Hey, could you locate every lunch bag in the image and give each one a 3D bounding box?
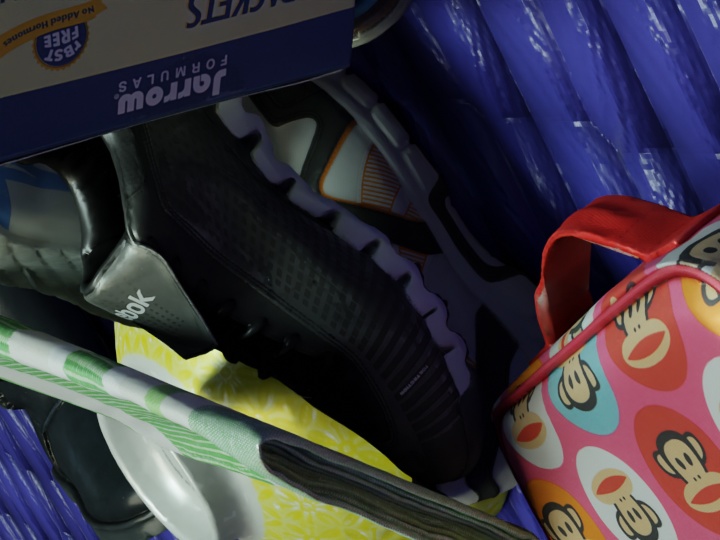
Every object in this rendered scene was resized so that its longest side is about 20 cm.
[{"bbox_3d":[0.114,0.055,0.647,0.176,0.082,0.200,53,157,4],"label":"lunch bag"}]

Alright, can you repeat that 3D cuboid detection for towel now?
[{"bbox_3d":[-0.051,0.055,0.736,0.199,0.024,0.152,18,173,44],"label":"towel"}]

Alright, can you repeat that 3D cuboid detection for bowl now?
[{"bbox_3d":[-0.044,0.054,0.914,0.200,0.107,0.201,42,153,27],"label":"bowl"}]

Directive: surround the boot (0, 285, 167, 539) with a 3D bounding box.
[{"bbox_3d":[-0.160,0.052,1.168,0.169,0.076,0.200,57,163,-16],"label":"boot"}]

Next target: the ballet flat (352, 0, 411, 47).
[{"bbox_3d":[-0.036,-0.118,0.745,0.200,0.068,0.064,34,177,40],"label":"ballet flat"}]

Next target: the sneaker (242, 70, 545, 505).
[{"bbox_3d":[0.000,0.000,0.796,0.200,0.080,0.074,48,158,18],"label":"sneaker"}]

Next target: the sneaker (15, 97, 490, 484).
[{"bbox_3d":[-0.044,0.002,0.717,0.200,0.090,0.066,51,147,1],"label":"sneaker"}]

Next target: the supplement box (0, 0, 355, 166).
[{"bbox_3d":[-0.108,-0.167,0.634,0.200,0.134,0.201,34,131,41],"label":"supplement box"}]

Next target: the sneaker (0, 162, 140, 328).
[{"bbox_3d":[-0.123,-0.030,0.758,0.072,0.199,0.073,-29,59,35],"label":"sneaker"}]
